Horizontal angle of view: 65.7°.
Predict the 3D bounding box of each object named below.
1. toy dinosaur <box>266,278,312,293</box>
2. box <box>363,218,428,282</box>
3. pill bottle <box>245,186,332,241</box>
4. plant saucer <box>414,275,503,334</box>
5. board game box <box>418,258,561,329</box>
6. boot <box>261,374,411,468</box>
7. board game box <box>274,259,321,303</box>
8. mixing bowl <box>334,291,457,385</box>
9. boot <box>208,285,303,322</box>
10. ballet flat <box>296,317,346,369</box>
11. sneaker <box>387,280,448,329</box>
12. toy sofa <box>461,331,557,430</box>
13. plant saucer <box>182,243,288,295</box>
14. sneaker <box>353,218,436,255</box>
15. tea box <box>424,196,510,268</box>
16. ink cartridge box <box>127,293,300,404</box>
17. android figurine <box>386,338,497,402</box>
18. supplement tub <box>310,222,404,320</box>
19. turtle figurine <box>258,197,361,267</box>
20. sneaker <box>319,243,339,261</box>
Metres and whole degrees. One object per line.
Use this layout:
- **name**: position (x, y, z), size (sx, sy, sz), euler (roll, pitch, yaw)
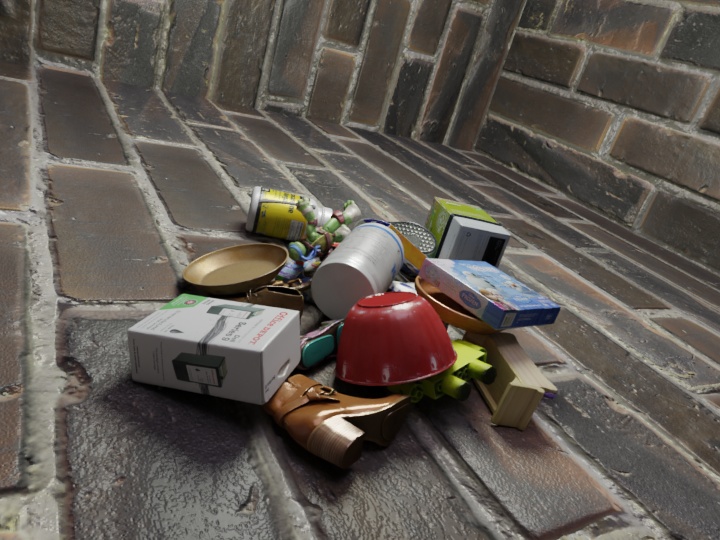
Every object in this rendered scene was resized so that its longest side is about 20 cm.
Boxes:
- **toy dinosaur**: position (-0.176, 0.040, 1.083), size (0.199, 0.061, 0.106), euler (2, 14, -3)
- **box**: position (0.083, -0.041, 1.244), size (0.200, 0.042, 0.119), euler (38, -13, -21)
- **pill bottle**: position (-0.175, -0.132, 1.375), size (0.199, 0.113, 0.113), euler (11, 23, -13)
- **plant saucer**: position (0.193, 0.066, 1.065), size (0.199, 0.038, 0.200), euler (18, 19, -6)
- **board game box**: position (0.247, 0.040, 1.066), size (0.200, 0.044, 0.199), euler (1, 26, -43)
- **boot**: position (-0.028, 0.193, 0.800), size (0.154, 0.074, 0.200), euler (24, 17, 32)
- **board game box**: position (-0.065, 0.033, 1.176), size (0.199, 0.035, 0.135), euler (21, 24, 9)
- **mixing bowl**: position (0.050, 0.097, 0.891), size (0.199, 0.109, 0.200), euler (-8, 10, 1)
- **boot**: position (-0.197, 0.057, 0.983), size (0.199, 0.076, 0.074), euler (6, 28, -21)
- **ballet flat**: position (-0.060, 0.119, 0.960), size (0.071, 0.069, 0.200), euler (9, 15, 37)
- **sneaker**: position (0.103, 0.075, 1.160), size (0.115, 0.081, 0.199), euler (5, 18, -17)
- **toy sofa**: position (0.253, 0.185, 0.993), size (0.097, 0.083, 0.200), euler (14, 23, -19)
- **plant saucer**: position (-0.232, 0.000, 1.058), size (0.199, 0.036, 0.200), euler (-6, 23, 3)
- **sneaker**: position (0.094, -0.068, 1.377), size (0.202, 0.077, 0.146), euler (15, -13, 15)
- **tea box**: position (0.235, -0.045, 1.351), size (0.133, 0.201, 0.197), euler (10, 22, -16)
- **ink cartridge box**: position (-0.201, 0.106, 0.800), size (0.199, 0.084, 0.146), euler (7, 20, 13)
- **android figurine**: position (0.125, 0.161, 0.944), size (0.182, 0.041, 0.200), euler (-23, 22, -33)
- **supplement tub**: position (0.000, 0.000, 1.082), size (0.132, 0.132, 0.200), euler (21, 32, 10)
- **turtle figurine**: position (-0.109, -0.094, 1.180), size (0.200, 0.144, 0.194), euler (14, 28, 41)
- **sneaker**: position (0.008, -0.030, 1.287), size (0.201, 0.068, 0.108), euler (13, 14, 41)
